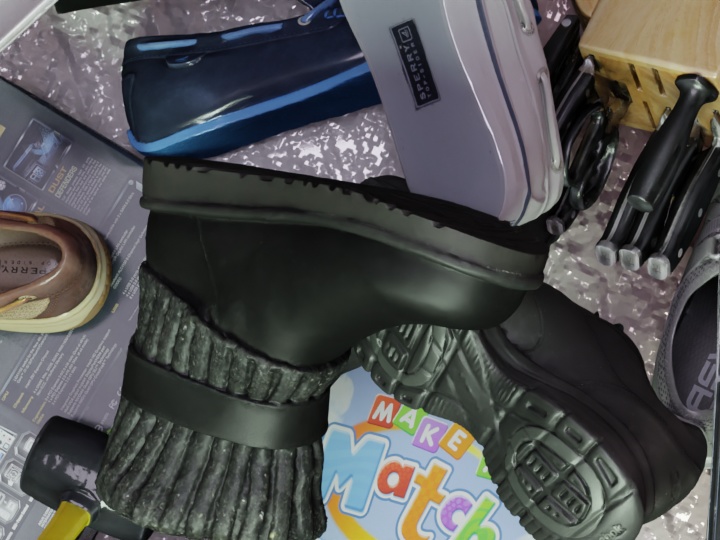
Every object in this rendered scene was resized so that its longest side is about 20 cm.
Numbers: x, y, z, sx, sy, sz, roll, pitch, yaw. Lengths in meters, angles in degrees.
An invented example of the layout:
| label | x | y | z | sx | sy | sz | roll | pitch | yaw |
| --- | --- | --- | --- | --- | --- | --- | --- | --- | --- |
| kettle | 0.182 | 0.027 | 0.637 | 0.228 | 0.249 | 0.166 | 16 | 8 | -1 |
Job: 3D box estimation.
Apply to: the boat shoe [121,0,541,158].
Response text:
| label | x | y | z | sx | sy | sz | roll | pitch | yaw |
| --- | --- | --- | --- | --- | --- | --- | --- | --- | --- |
| boat shoe | -0.019 | -0.110 | 1.362 | 0.199 | 0.084 | 0.069 | -16 | 79 | 3 |

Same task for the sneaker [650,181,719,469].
| label | x | y | z | sx | sy | sz | roll | pitch | yaw |
| --- | --- | --- | --- | --- | --- | --- | --- | --- | --- |
| sneaker | 0.185 | -0.006 | 1.323 | 0.074 | 0.082 | 0.201 | 19 | 86 | 9 |

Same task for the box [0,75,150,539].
| label | x | y | z | sx | sy | sz | roll | pitch | yaw |
| --- | --- | --- | --- | --- | --- | --- | --- | --- | --- |
| box | -0.159 | 0.030 | 1.379 | 0.157 | 0.051 | 0.201 | 31 | 89 | 8 |

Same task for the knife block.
| label | x | y | z | sx | sy | sz | roll | pitch | yaw |
| --- | --- | --- | --- | --- | --- | --- | --- | --- | --- |
| knife block | 0.156 | -0.097 | 1.312 | 0.199 | 0.064 | 0.176 | -24 | 56 | 4 |

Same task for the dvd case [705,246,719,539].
| label | x | y | z | sx | sy | sz | roll | pitch | yaw |
| --- | --- | --- | --- | --- | --- | --- | --- | --- | --- |
| dvd case | 0.211 | 0.042 | 1.300 | 0.016 | 0.148 | 0.201 | -2 | 82 | 52 |

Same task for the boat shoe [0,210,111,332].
| label | x | y | z | sx | sy | sz | roll | pitch | yaw |
| --- | --- | --- | --- | --- | --- | --- | --- | --- | --- |
| boat shoe | -0.215 | 0.000 | 1.327 | 0.199 | 0.072 | 0.073 | 1 | 84 | 10 |

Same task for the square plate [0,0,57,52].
| label | x | y | z | sx | sy | sz | roll | pitch | yaw |
| --- | --- | --- | --- | --- | --- | --- | --- | --- | --- |
| square plate | -0.151 | -0.216 | 1.259 | 0.198 | 0.028 | 0.200 | -40 | 80 | 3 |

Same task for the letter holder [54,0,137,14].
| label | x | y | z | sx | sy | sz | roll | pitch | yaw |
| --- | --- | --- | --- | --- | --- | --- | --- | --- | --- |
| letter holder | -0.052 | -0.214 | 1.339 | 0.199 | 0.101 | 0.143 | -8 | 49 | 8 |

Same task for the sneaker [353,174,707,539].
| label | x | y | z | sx | sy | sz | roll | pitch | yaw |
| --- | --- | --- | --- | --- | --- | --- | --- | --- | --- |
| sneaker | 0.067 | 0.036 | 1.271 | 0.200 | 0.091 | 0.076 | 51 | 131 | 18 |

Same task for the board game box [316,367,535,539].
| label | x | y | z | sx | sy | sz | roll | pitch | yaw |
| --- | --- | --- | --- | --- | --- | --- | --- | --- | --- |
| board game box | 0.003 | 0.154 | 1.320 | 0.151 | 0.037 | 0.201 | 25 | 84 | 37 |

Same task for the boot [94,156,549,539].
| label | x | y | z | sx | sy | sz | roll | pitch | yaw |
| --- | --- | --- | --- | --- | --- | --- | --- | --- | --- |
| boot | -0.018 | 0.042 | 1.224 | 0.211 | 0.079 | 0.159 | 11 | 95 | 42 |

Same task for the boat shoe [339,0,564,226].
| label | x | y | z | sx | sy | sz | roll | pitch | yaw |
| --- | --- | --- | --- | --- | --- | --- | --- | --- | --- |
| boat shoe | 0.036 | -0.113 | 1.251 | 0.073 | 0.065 | 0.201 | -8 | 96 | 41 |

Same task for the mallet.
| label | x | y | z | sx | sy | sz | roll | pitch | yaw |
| --- | --- | --- | --- | --- | --- | --- | --- | --- | --- |
| mallet | -0.152 | 0.129 | 1.263 | 0.066 | 0.200 | 0.041 | 29 | 129 | 13 |

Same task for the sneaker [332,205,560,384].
| label | x | y | z | sx | sy | sz | roll | pitch | yaw |
| --- | --- | --- | --- | --- | --- | --- | --- | --- | --- |
| sneaker | 0.000 | 0.000 | 1.327 | 0.199 | 0.075 | 0.080 | -30 | 117 | -10 |
